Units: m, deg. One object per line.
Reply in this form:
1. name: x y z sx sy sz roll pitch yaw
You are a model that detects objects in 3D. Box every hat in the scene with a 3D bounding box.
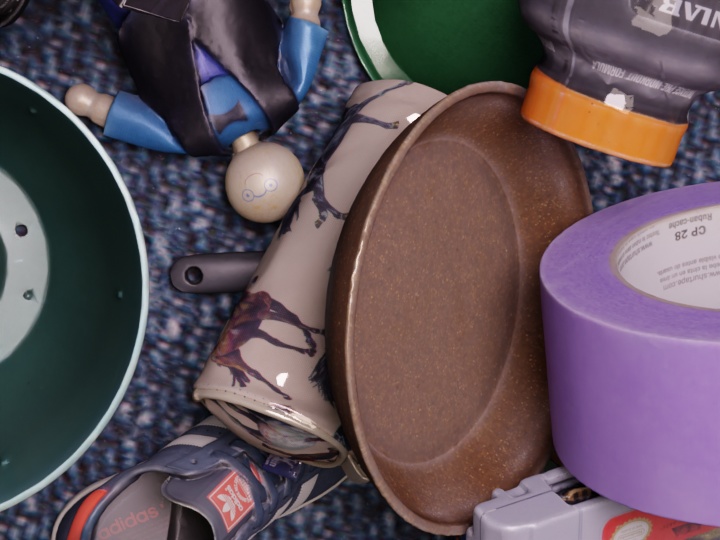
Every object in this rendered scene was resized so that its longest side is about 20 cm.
1. hat: 0.096 -0.153 0.911 0.165 0.176 0.201 31 88 -12

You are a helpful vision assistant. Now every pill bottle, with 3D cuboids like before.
1. pill bottle: 0.131 -0.148 0.828 0.106 0.106 0.201 15 103 -10

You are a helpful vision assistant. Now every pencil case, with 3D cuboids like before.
1. pencil case: 0.000 0.000 0.927 0.089 0.078 0.201 34 66 -16

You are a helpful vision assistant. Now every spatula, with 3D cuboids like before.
1. spatula: 0.003 -0.004 0.986 0.199 0.021 0.057 -3 99 -10

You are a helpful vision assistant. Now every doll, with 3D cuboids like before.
1. doll: -0.086 -0.114 0.949 0.136 0.048 0.201 -28 96 3

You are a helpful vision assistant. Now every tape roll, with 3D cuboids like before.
1. tape roll: 0.181 0.030 0.861 0.199 0.200 0.085 -11 111 -9

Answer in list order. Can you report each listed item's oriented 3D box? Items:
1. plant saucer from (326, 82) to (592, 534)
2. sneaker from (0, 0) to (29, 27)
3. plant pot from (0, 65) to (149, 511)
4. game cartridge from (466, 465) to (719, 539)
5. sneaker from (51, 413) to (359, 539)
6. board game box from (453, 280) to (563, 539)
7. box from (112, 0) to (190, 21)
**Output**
1. plant saucer: 0.041 0.015 0.875 0.200 0.037 0.202 -16 109 -52
2. sneaker: -0.242 -0.165 0.884 0.199 0.112 0.073 15 99 -10
3. plant pot: -0.199 0.003 0.882 0.199 0.161 0.202 -1 94 -9
4. game cartridge: 0.141 0.139 0.913 0.199 0.041 0.134 -15 126 -23
5. sneaker: -0.058 0.102 0.952 0.200 0.085 0.075 -34 99 -6
6. board game box: 0.113 0.097 0.994 0.135 0.034 0.201 -6 102 -9
7. box: -0.105 -0.211 0.843 0.036 0.200 0.143 12 112 -40
